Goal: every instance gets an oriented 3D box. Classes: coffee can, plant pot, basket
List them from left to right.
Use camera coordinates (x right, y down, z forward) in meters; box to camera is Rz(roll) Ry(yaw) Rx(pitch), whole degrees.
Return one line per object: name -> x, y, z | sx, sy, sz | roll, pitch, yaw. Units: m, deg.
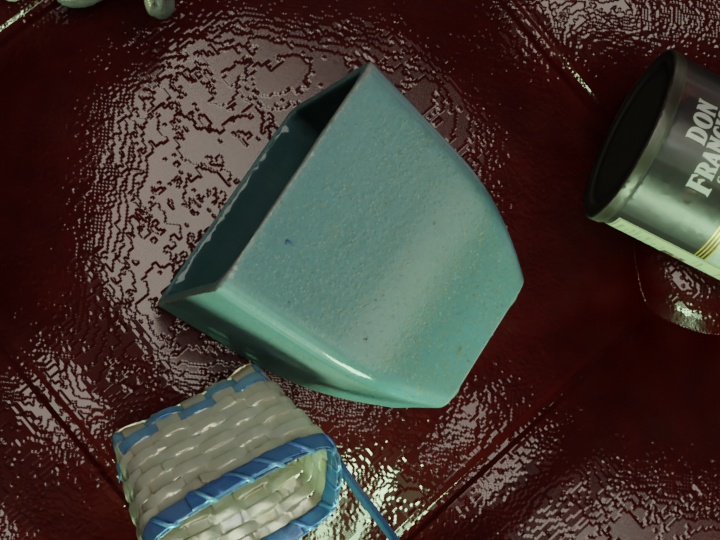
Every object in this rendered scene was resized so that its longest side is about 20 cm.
basket -> -0.077, 0.182, 1.164 | 0.175, 0.140, 0.201 | -23, 55, -14
plant pot -> 0.000, 0.000, 1.206 | 0.200, 0.196, 0.197 | 38, 75, -13
coffee can -> 0.299, -0.066, 1.294 | 0.199, 0.146, 0.147 | 25, 76, -6

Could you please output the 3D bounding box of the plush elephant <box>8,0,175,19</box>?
plush elephant -> -0.182, -0.277, 1.220 | 0.198, 0.155, 0.166 | 7, 94, -16
